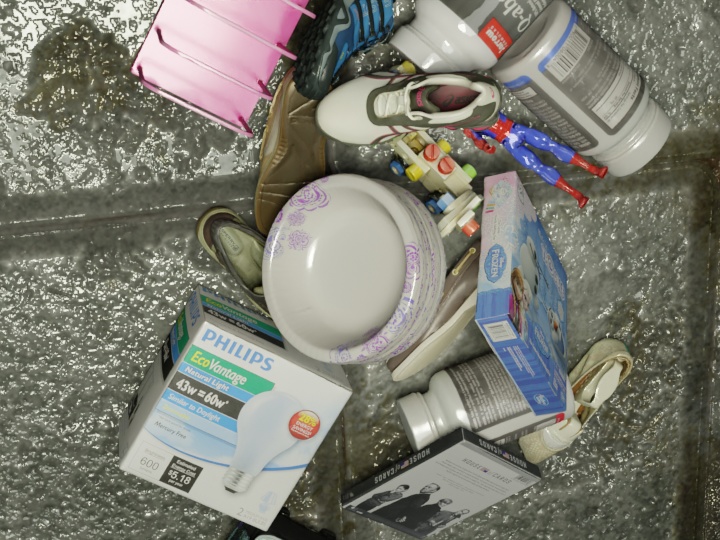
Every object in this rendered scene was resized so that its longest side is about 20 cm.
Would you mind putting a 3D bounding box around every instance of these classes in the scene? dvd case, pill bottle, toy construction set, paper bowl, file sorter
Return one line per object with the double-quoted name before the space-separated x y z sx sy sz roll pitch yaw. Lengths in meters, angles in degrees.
"dvd case" 0.098 0.265 1.423 0.200 0.025 0.150 -35 133 30
"pill bottle" 0.255 -0.204 1.326 0.200 0.114 0.114 38 96 -22
"pill bottle" 0.132 -0.292 1.267 0.116 0.116 0.200 40 96 -21
"toy construction set" 0.079 -0.124 1.290 0.092 0.131 0.200 -27 80 -15
"pill bottle" 0.151 0.162 1.423 0.200 0.111 0.111 -20 111 -6
"paper bowl" 0.000 0.000 1.254 0.104 0.200 0.201 3 113 -58
"file sorter" -0.132 -0.258 1.212 0.139 0.125 0.200 25 101 -20

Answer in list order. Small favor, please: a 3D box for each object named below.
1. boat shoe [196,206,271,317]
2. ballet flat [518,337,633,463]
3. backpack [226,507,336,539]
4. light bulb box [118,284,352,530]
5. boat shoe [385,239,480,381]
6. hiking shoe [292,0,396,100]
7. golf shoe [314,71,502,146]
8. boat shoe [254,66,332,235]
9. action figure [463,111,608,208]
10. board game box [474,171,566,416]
"boat shoe" -0.107 0.009 1.336 0.072 0.066 0.201 -45 112 1
"ballet flat" 0.273 0.171 1.481 0.067 0.062 0.200 32 99 -20
"backpack" -0.110 0.420 1.434 0.177 0.151 0.200 31 103 -22
"light bulb box" -0.148 0.158 1.345 0.198 0.125 0.200 27 101 -19
"boat shoe" 0.097 0.050 1.401 0.200 0.072 0.060 -47 71 17
"hiking shoe" -0.004 -0.257 1.228 0.087 0.074 0.200 30 65 -21
"golf shoe" 0.044 -0.175 1.194 0.199 0.088 0.077 -6 89 11
"boat shoe" -0.075 -0.134 1.297 0.074 0.066 0.200 10 117 -18
"action figure" 0.178 -0.148 1.306 0.200 0.099 0.065 34 99 12
"board game box" 0.187 0.028 1.315 0.043 0.199 0.200 -12 139 23
